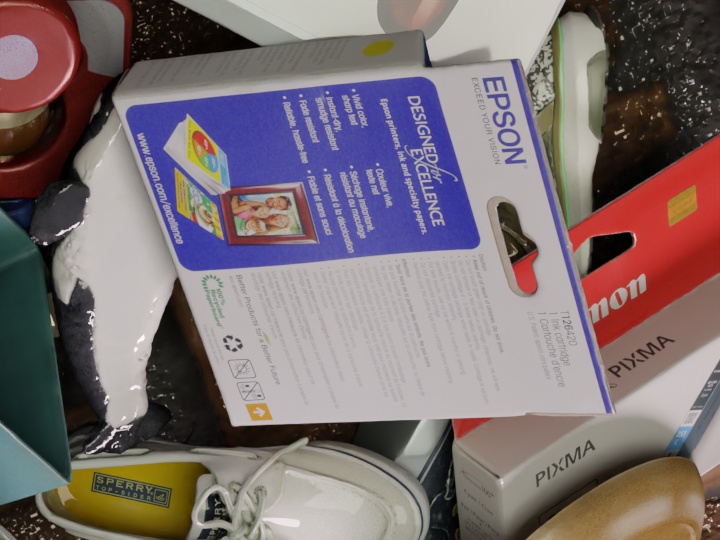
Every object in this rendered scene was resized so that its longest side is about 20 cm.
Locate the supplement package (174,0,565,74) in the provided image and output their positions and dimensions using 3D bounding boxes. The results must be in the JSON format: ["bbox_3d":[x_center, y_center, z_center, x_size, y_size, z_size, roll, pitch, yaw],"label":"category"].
[{"bbox_3d":[0.018,-0.187,1.341,0.191,0.147,0.201,26,96,-4],"label":"supplement package"}]

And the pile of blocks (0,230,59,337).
[{"bbox_3d":[-0.200,0.079,1.415,0.082,0.062,0.201,12,100,-16],"label":"pile of blocks"}]

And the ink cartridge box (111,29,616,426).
[{"bbox_3d":[0.007,-0.016,1.304,0.199,0.047,0.198,-4,124,20],"label":"ink cartridge box"}]

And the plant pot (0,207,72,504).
[{"bbox_3d":[-0.263,0.048,1.327,0.199,0.142,0.141,-22,144,13],"label":"plant pot"}]

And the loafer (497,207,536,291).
[{"bbox_3d":[0.000,0.000,1.416,0.199,0.067,0.076,5,105,6],"label":"loafer"}]

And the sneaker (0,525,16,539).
[{"bbox_3d":[-0.238,0.149,1.387,0.200,0.073,0.115,22,119,1],"label":"sneaker"}]

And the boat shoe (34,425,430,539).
[{"bbox_3d":[-0.068,0.119,1.410,0.201,0.086,0.075,10,101,7],"label":"boat shoe"}]

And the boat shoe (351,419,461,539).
[{"bbox_3d":[0.034,0.133,1.488,0.091,0.071,0.201,21,104,-20],"label":"boat shoe"}]

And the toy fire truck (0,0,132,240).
[{"bbox_3d":[-0.212,-0.087,1.361,0.199,0.112,0.168,-3,128,-13],"label":"toy fire truck"}]

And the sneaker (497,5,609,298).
[{"bbox_3d":[0.077,-0.040,1.461,0.088,0.077,0.201,4,98,0],"label":"sneaker"}]

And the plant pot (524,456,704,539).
[{"bbox_3d":[0.108,0.177,1.463,0.200,0.200,0.028,-41,65,-2],"label":"plant pot"}]

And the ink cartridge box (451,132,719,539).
[{"bbox_3d":[0.133,0.051,1.438,0.200,0.045,0.177,-31,135,-25],"label":"ink cartridge box"}]

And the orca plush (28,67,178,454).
[{"bbox_3d":[-0.115,-0.014,1.385,0.105,0.071,0.201,-16,121,-16],"label":"orca plush"}]
